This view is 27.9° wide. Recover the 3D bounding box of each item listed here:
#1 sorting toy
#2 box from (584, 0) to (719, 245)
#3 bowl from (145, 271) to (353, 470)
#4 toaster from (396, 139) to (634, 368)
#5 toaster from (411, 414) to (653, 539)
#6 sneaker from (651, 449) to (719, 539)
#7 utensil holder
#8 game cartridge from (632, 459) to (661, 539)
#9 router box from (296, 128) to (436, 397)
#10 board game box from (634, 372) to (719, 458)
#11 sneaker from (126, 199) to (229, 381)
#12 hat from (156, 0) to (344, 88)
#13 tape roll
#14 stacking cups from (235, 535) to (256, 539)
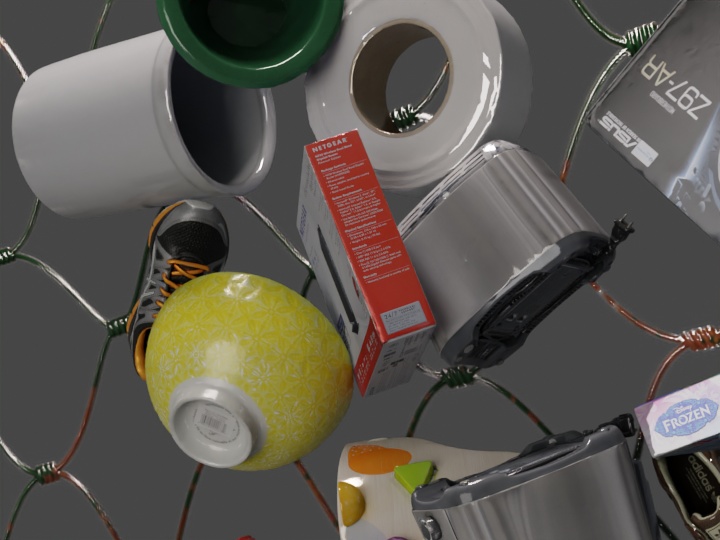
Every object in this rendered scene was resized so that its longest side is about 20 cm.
[{"bbox_3d":[0.080,0.231,1.220,0.179,0.107,0.201,-11,81,9],"label":"sorting toy"},{"bbox_3d":[0.304,-0.118,1.171,0.200,0.043,0.160,47,108,23],"label":"box"},{"bbox_3d":[-0.116,0.112,1.302,0.199,0.108,0.201,10,125,15],"label":"bowl"},{"bbox_3d":[0.119,-0.019,1.230,0.200,0.114,0.129,-44,65,22],"label":"toaster"},{"bbox_3d":[0.145,0.203,1.125,0.114,0.199,0.130,-22,86,64],"label":"toaster"},{"bbox_3d":[0.289,0.214,1.138,0.070,0.075,0.200,-42,68,20],"label":"sneaker"},{"bbox_3d":[-0.208,-0.141,1.396,0.199,0.170,0.171,-8,83,32],"label":"utensil holder"},{"bbox_3d":[0.159,0.245,1.234,0.199,0.041,0.134,-17,82,28],"label":"game cartridge"},{"bbox_3d":[0.000,0.000,1.254,0.049,0.200,0.180,-19,75,-10],"label":"router box"},{"bbox_3d":[0.325,0.082,1.057,0.199,0.200,0.041,-26,74,25],"label":"board game box"},{"bbox_3d":[-0.173,0.022,1.384,0.077,0.078,0.200,-97,23,-55],"label":"sneaker"},{"bbox_3d":[-0.112,-0.239,1.360,0.165,0.176,0.200,38,72,-7],"label":"hat"},{"bbox_3d":[0.050,-0.167,1.304,0.202,0.071,0.203,-2,86,30],"label":"tape roll"},{"bbox_3d":[-0.072,0.344,1.351,0.060,0.060,0.200,-42,64,20],"label":"stacking cups"}]
